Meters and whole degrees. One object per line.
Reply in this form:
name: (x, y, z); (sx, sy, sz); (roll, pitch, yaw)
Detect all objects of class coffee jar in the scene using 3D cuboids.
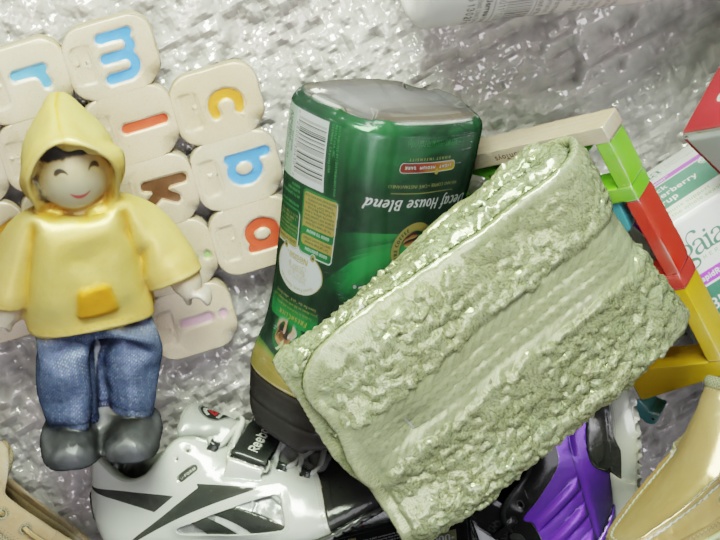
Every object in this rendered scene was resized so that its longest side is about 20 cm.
coffee jar: (0.000, 0.000, 0.926); (0.104, 0.085, 0.202); (-8, 117, -41)

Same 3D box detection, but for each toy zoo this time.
toy zoo: (0.131, 0.006, 0.958); (0.130, 0.020, 0.201); (-10, 121, 42)

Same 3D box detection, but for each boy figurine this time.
boy figurine: (-0.141, 0.004, 0.898); (0.123, 0.065, 0.202); (-3, 115, -7)

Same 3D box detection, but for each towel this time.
towel: (0.068, 0.040, 0.878); (0.199, 0.036, 0.149); (-39, 114, -2)

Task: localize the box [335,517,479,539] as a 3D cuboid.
box: (-0.018, 0.238, 0.963); (0.198, 0.164, 0.087); (-16, 119, 8)

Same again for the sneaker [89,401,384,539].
sneaker: (-0.067, 0.117, 0.965); (0.198, 0.074, 0.089); (-13, 100, 11)

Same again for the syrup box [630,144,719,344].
syrup box: (0.236, 0.021, 0.997); (0.078, 0.082, 0.201); (-33, 114, 1)

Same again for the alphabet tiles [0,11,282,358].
alphabet tiles: (-0.140, -0.038, 0.932); (0.194, 0.015, 0.202); (-17, 113, -4)

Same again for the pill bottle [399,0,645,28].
pill bottle: (0.116, -0.195, 0.874); (0.198, 0.114, 0.116); (-8, 112, -8)

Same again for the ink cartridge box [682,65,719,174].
ink cartridge box: (0.288, -0.112, 0.911); (0.144, 0.084, 0.201); (39, 71, -21)

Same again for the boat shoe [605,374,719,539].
boat shoe: (0.203, 0.091, 0.921); (0.199, 0.071, 0.077); (-36, 112, -24)

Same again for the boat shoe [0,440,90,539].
boat shoe: (-0.229, 0.115, 0.955); (0.064, 0.071, 0.200); (-40, 118, -4)

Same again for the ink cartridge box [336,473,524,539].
ink cartridge box: (0.053, 0.157, 1.043); (0.199, 0.050, 0.162); (-36, 114, 18)

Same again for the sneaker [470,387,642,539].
sneaker: (0.113, 0.149, 0.978); (0.098, 0.070, 0.202); (-6, 108, -2)
